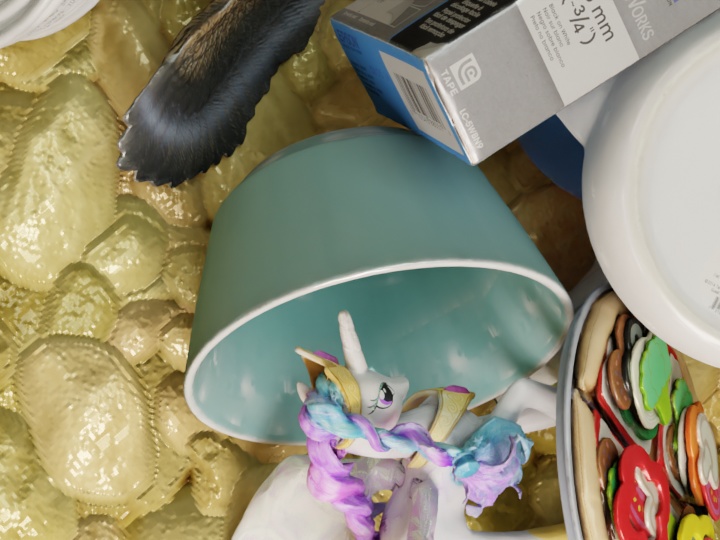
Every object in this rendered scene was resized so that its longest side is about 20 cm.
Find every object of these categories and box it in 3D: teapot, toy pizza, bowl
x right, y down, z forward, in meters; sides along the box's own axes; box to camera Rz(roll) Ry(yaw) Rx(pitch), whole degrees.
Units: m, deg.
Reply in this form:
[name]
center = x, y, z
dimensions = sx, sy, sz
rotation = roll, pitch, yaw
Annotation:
[teapot]
center = 0.200, -0.043, 1.046
dimensions = 0.196, 0.146, 0.202
rotation = -18, 96, -3
[toy pizza]
center = 0.150, 0.104, 1.050
dimensions = 0.200, 0.031, 0.202
rotation = 31, 54, -56
[bowl]
center = 0.000, 0.000, 1.059
dimensions = 0.199, 0.201, 0.106
rotation = -2, 62, -23

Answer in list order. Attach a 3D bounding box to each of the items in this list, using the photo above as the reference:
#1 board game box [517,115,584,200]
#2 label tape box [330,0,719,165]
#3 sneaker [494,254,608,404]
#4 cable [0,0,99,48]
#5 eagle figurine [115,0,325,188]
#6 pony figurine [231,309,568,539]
[board game box]
center = 0.184, -0.080, 1.190
dimensions = 0.199, 0.039, 0.158
rotation = -28, 52, -23
[label tape box]
center = 0.099, -0.140, 1.013
dimensions = 0.199, 0.144, 0.064
rotation = -33, 112, -9
[sneaker]
center = 0.158, 0.011, 1.165
dimensions = 0.075, 0.087, 0.200
rotation = 47, 66, -8
[cable]
center = -0.191, -0.206, 1.007
dimensions = 0.199, 0.201, 0.069
rotation = 34, 24, 19
[eagle figurine]
center = -0.069, -0.160, 1.096
dimensions = 0.199, 0.151, 0.152
rotation = -31, 49, 4
[pony figurine]
center = 0.027, 0.122, 1.033
dimensions = 0.199, 0.166, 0.195
rotation = 10, 104, -35
